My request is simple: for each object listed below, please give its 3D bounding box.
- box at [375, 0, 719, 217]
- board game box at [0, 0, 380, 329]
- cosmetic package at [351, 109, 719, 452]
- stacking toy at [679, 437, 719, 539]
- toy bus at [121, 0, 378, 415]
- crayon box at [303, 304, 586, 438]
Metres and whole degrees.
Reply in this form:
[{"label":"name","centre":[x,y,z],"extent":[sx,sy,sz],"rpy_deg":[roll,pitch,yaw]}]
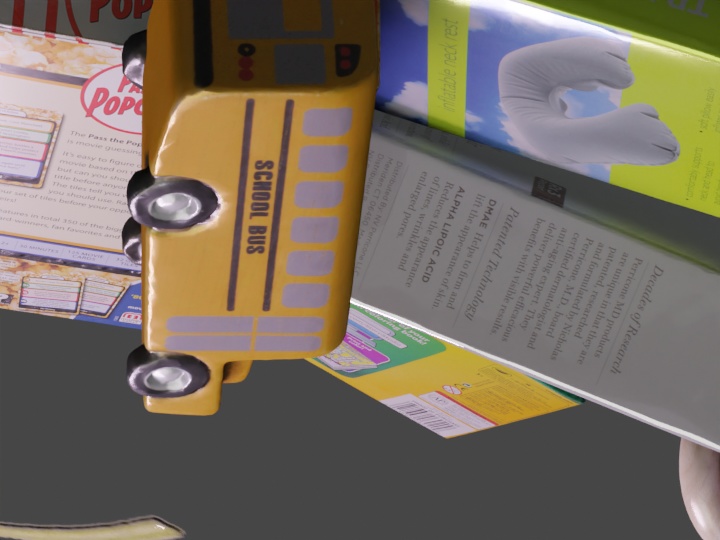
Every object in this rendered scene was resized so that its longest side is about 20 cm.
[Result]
[{"label":"box","centre":[0.060,-0.087,1.035],"extent":[0.199,0.048,0.122],"rpy_deg":[17,158,9]},{"label":"board game box","centre":[-0.093,-0.045,1.044],"extent":[0.151,0.046,0.200],"rpy_deg":[9,150,-15]},{"label":"cosmetic package","centre":[0.072,-0.006,1.130],"extent":[0.199,0.074,0.102],"rpy_deg":[20,-164,-1]},{"label":"stacking toy","centre":[0.240,0.084,1.233],"extent":[0.200,0.086,0.085],"rpy_deg":[-1,149,38]},{"label":"toy bus","centre":[-0.040,-0.026,0.964],"extent":[0.078,0.065,0.200],"rpy_deg":[-1,147,-6]},{"label":"crayon box","centre":[0.000,0.000,1.280],"extent":[0.200,0.058,0.119],"rpy_deg":[31,156,-21]}]
